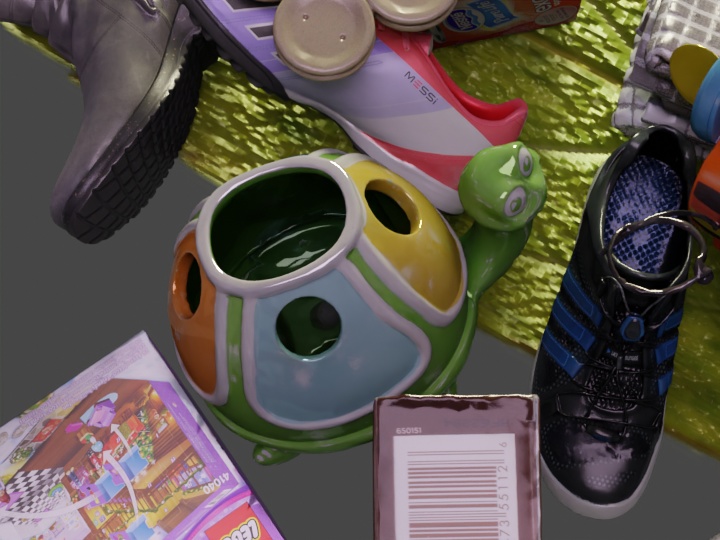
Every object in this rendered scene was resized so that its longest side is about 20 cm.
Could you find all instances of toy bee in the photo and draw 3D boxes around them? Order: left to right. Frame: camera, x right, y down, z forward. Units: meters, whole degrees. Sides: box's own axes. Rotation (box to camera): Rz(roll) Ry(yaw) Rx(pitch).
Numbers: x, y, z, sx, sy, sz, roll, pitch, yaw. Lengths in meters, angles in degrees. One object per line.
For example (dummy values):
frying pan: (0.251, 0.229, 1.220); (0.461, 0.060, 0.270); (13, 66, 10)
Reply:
toy bee: (0.187, -0.056, 0.816); (0.199, 0.109, 0.131); (-32, 60, -3)

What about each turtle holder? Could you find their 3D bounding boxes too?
turtle holder: (-0.005, 0.010, 0.828); (0.184, 0.132, 0.142); (1, 60, 16)

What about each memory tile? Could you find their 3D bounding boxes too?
memory tile: (-0.016, -0.200, 0.855); (0.153, 0.017, 0.200); (-32, 75, -10)

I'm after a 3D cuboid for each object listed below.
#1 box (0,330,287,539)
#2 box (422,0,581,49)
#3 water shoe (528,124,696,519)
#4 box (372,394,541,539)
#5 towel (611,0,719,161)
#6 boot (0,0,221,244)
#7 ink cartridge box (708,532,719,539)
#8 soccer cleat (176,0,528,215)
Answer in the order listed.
box: (-0.152, 0.144, 0.867); (0.200, 0.039, 0.137); (-34, 77, -7)
box: (0.056, -0.233, 0.926); (0.095, 0.100, 0.201); (-11, 76, -2)
water shoe: (0.128, 0.023, 0.870); (0.071, 0.079, 0.201); (9, 76, 4)
box: (0.041, 0.123, 0.785); (0.074, 0.200, 0.101); (0, 76, -1)
towel: (0.249, -0.128, 0.903); (0.199, 0.086, 0.166); (21, 77, 7)
boot: (-0.149, -0.118, 0.926); (0.131, 0.070, 0.201); (23, 67, 10)
ink cartridge box: (0.196, 0.185, 0.834); (0.200, 0.068, 0.117); (-33, 78, -5)
soccer cleat: (-0.006, -0.111, 0.879); (0.200, 0.068, 0.073); (36, 111, -14)
